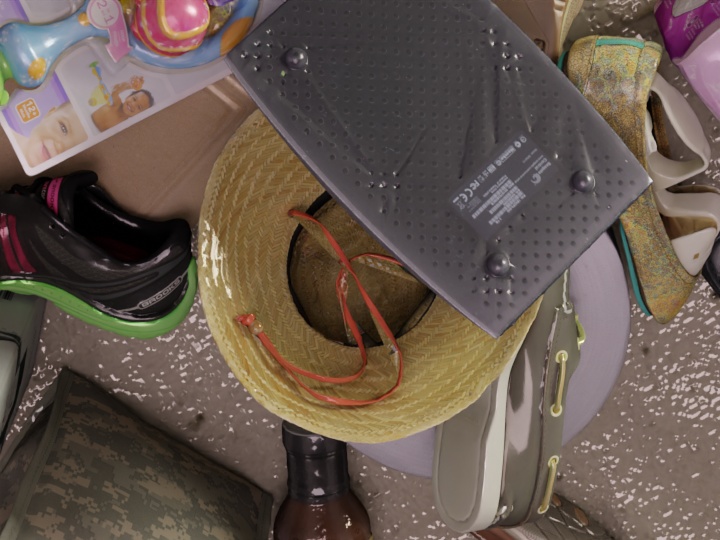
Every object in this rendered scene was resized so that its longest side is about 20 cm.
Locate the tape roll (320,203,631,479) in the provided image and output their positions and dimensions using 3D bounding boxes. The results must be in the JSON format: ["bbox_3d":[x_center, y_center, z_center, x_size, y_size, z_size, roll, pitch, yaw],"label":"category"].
[{"bbox_3d":[0.056,0.019,1.201,0.198,0.066,0.202,0,111,0],"label":"tape roll"}]

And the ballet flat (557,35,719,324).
[{"bbox_3d":[0.166,-0.046,1.130,0.070,0.071,0.201,-20,127,9],"label":"ballet flat"}]

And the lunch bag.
[{"bbox_3d":[-0.144,0.175,1.194,0.163,0.200,0.118,33,108,-12],"label":"lunch bag"}]

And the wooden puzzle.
[{"bbox_3d":[-0.162,-0.094,1.157,0.199,0.037,0.185,36,128,-16],"label":"wooden puzzle"}]

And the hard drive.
[{"bbox_3d":[0.038,-0.072,1.063,0.200,0.042,0.135,45,74,5],"label":"hard drive"}]

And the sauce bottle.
[{"bbox_3d":[-0.023,0.184,1.266,0.064,0.065,0.202,-4,112,3],"label":"sauce bottle"}]

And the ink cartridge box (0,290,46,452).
[{"bbox_3d":[-0.263,0.053,1.149,0.145,0.200,0.084,12,111,-3],"label":"ink cartridge box"}]

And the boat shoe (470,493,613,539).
[{"bbox_3d":[0.136,0.201,1.266,0.199,0.076,0.072,35,110,-10],"label":"boat shoe"}]

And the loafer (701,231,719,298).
[{"bbox_3d":[0.278,0.036,1.199,0.200,0.071,0.068,38,109,-12],"label":"loafer"}]

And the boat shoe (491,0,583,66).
[{"bbox_3d":[0.094,-0.172,1.129,0.071,0.065,0.202,19,94,1],"label":"boat shoe"}]

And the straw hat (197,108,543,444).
[{"bbox_3d":[0.000,0.000,1.106,0.199,0.085,0.203,2,75,-6],"label":"straw hat"}]

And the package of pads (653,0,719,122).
[{"bbox_3d":[0.249,-0.081,1.128,0.076,0.121,0.200,-39,106,15],"label":"package of pads"}]

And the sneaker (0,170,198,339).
[{"bbox_3d":[-0.185,-0.027,1.153,0.198,0.077,0.084,13,125,-9],"label":"sneaker"}]

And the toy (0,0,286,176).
[{"bbox_3d":[-0.109,-0.144,1.067,0.199,0.047,0.116,-28,100,-8],"label":"toy"}]

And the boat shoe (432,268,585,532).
[{"bbox_3d":[0.088,0.046,1.142,0.060,0.072,0.204,3,102,-30],"label":"boat shoe"}]
